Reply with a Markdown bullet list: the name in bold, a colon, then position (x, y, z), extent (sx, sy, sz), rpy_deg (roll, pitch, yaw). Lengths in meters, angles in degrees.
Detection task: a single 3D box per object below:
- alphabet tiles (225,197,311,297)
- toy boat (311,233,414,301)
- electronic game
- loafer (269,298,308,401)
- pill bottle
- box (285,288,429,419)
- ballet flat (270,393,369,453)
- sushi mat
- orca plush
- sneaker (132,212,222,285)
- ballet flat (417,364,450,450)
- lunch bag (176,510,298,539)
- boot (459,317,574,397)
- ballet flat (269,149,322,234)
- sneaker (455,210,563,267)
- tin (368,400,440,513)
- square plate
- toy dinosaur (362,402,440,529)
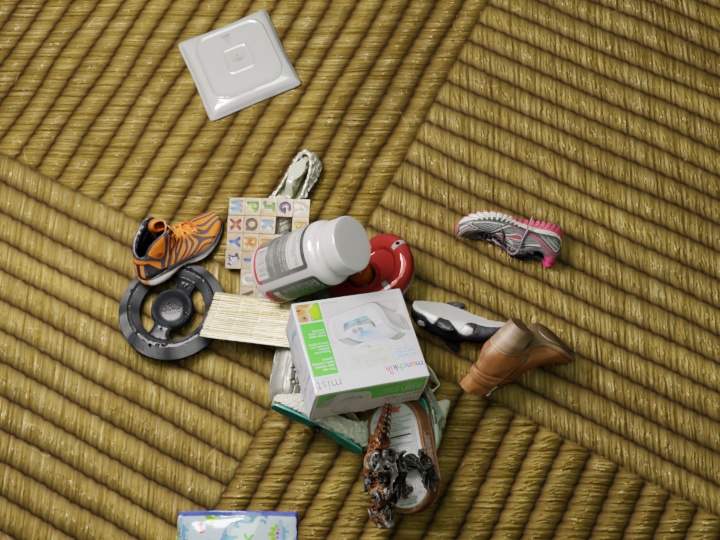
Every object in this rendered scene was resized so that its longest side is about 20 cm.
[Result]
- **alphabet tiles**: position (-0.175, -0.034, 1.763), extent (0.166, 0.008, 0.202), rpy_deg (3, 88, 19)
- **toy boat**: position (0.000, 0.000, 1.713), extent (0.199, 0.131, 0.131), rpy_deg (-31, 54, -8)
- **electronic game**: position (-0.348, 0.073, 1.758), extent (0.198, 0.042, 0.201), rpy_deg (0, 63, -1)
- **loafer**: position (-0.127, 0.144, 1.712), extent (0.069, 0.070, 0.201), rpy_deg (-17, 48, 36)
- **pill bottle**: position (-0.085, -0.020, 1.636), extent (0.199, 0.114, 0.115), rpy_deg (-18, 65, 39)
- **box**: position (-0.009, 0.141, 1.604), extent (0.199, 0.097, 0.177), rpy_deg (-7, 57, -17)
- **ballet flat**: position (-0.066, 0.250, 1.649), extent (0.199, 0.072, 0.072), rpy_deg (32, 72, -21)
- **sushi mat**: position (-0.185, 0.088, 1.700), extent (0.199, 0.012, 0.096), rpy_deg (6, 60, 15)
- **orca plush**: position (0.186, 0.111, 1.730), extent (0.198, 0.072, 0.105), rpy_deg (6, 26, -6)
- **sneaker**: position (-0.336, -0.065, 1.750), extent (0.077, 0.112, 0.200), rpy_deg (30, 57, 25)
- **ballet flat**: position (0.116, 0.222, 1.684), extent (0.071, 0.069, 0.201), rpy_deg (-11, 69, -29)
- **lunch bag**: position (-0.199, 0.486, 1.568), extent (0.198, 0.128, 0.171), rpy_deg (-4, 70, 11)
- **boot**: position (0.275, 0.166, 1.679), extent (0.155, 0.199, 0.074), rpy_deg (-53, 40, 19)
- **ballet flat**: position (-0.140, -0.146, 1.806), extent (0.071, 0.072, 0.201), rpy_deg (23, 74, 10)
- **sneaker**: position (0.275, -0.061, 1.761), extent (0.198, 0.081, 0.075), rpy_deg (10, 74, 5)
- **tin**: position (0.074, 0.316, 1.631), extent (0.111, 0.042, 0.201), rpy_deg (-17, 75, 24)
- **square plate**: position (-0.249, -0.425, 1.933), extent (0.199, 0.028, 0.199), rpy_deg (-23, 72, -6)
- **toy dinosaur**: position (0.044, 0.329, 1.574), extent (0.102, 0.135, 0.201), rpy_deg (-28, 107, -36)
